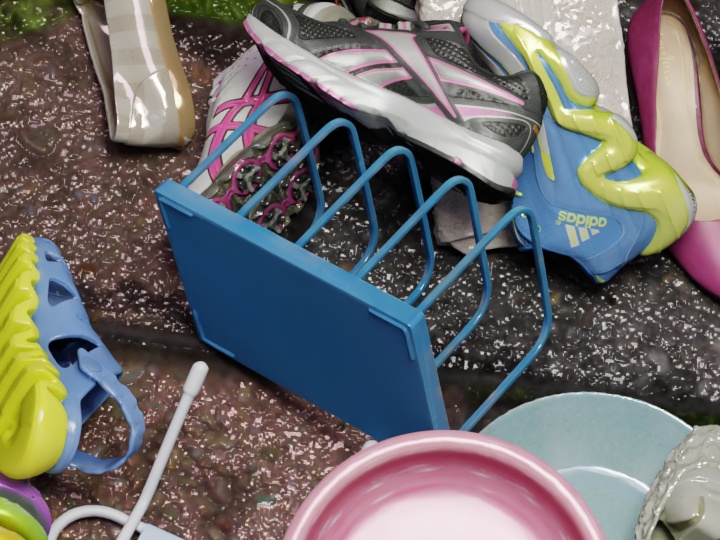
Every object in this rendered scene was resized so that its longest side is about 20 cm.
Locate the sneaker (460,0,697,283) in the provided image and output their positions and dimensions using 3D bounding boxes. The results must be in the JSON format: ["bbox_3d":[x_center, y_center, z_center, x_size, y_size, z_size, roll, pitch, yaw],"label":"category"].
[{"bbox_3d":[0.113,-0.073,1.754,0.105,0.076,0.200,-45,97,0],"label":"sneaker"}]

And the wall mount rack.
[{"bbox_3d":[-0.082,0.161,1.683,0.199,0.075,0.174,25,57,5],"label":"wall mount rack"}]

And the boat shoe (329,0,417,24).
[{"bbox_3d":[0.009,-0.196,1.850,0.201,0.074,0.063,27,44,4],"label":"boat shoe"}]

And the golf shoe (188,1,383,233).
[{"bbox_3d":[-0.065,-0.088,1.810,0.092,0.073,0.200,22,64,36],"label":"golf shoe"}]

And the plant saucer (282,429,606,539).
[{"bbox_3d":[0.048,0.194,1.624,0.199,0.051,0.202,0,76,-1],"label":"plant saucer"}]

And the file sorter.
[{"bbox_3d":[0.000,0.000,1.698,0.199,0.139,0.123,27,58,31],"label":"file sorter"}]

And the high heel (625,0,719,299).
[{"bbox_3d":[0.213,-0.081,1.808,0.067,0.096,0.201,-17,68,-13],"label":"high heel"}]

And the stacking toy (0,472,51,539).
[{"bbox_3d":[-0.222,0.161,1.664,0.109,0.116,0.201,-4,46,16],"label":"stacking toy"}]

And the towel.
[{"bbox_3d":[0.103,-0.114,1.804,0.132,0.034,0.201,-7,94,-9],"label":"towel"}]

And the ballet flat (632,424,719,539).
[{"bbox_3d":[0.190,0.175,1.664,0.071,0.072,0.201,25,66,6],"label":"ballet flat"}]

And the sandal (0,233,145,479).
[{"bbox_3d":[-0.182,0.058,1.706,0.087,0.080,0.200,17,36,-27],"label":"sandal"}]

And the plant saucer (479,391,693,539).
[{"bbox_3d":[0.141,0.173,1.717,0.200,0.039,0.202,2,66,-5],"label":"plant saucer"}]

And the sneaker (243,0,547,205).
[{"bbox_3d":[0.027,-0.119,1.722,0.199,0.080,0.087,30,79,14],"label":"sneaker"}]

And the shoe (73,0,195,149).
[{"bbox_3d":[-0.156,-0.169,1.828,0.053,0.070,0.201,-10,68,-18],"label":"shoe"}]
